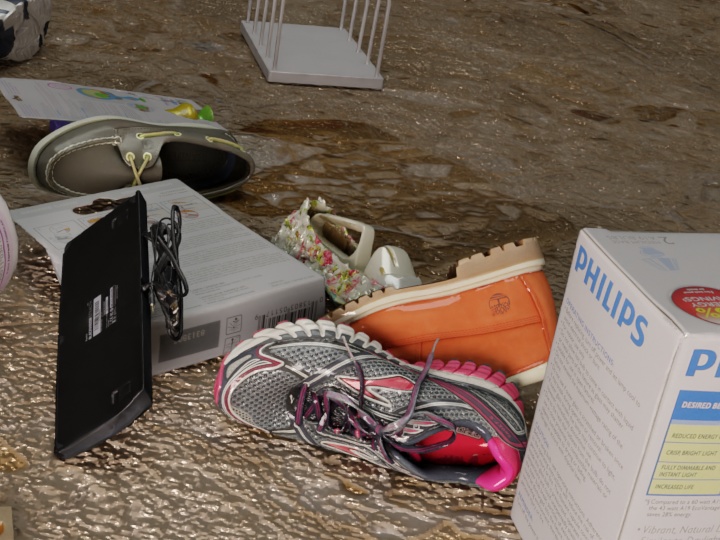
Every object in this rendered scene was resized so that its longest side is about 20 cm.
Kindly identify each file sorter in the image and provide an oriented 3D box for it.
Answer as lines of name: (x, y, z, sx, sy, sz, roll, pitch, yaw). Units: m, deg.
file sorter: (-0.055, -0.314, 1.522, 0.139, 0.125, 0.200, 2, 27, -17)

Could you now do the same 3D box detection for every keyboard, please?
keyboard: (-0.149, 0.032, 0.816, 0.040, 0.104, 0.200, 43, 23, -38)

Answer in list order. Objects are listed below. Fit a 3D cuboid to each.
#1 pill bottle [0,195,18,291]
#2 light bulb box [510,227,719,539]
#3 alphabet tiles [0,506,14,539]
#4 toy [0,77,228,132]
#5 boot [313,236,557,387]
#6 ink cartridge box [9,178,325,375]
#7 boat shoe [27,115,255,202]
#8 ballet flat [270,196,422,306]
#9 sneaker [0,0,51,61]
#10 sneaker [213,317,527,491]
pill bottle: (-0.312, 0.009, 0.792, 0.112, 0.112, 0.200, 15, 26, 11)
light bulb box: (0.210, 0.090, 0.705, 0.198, 0.200, 0.125, 1, 27, -18)
alphabet tiles: (-0.256, 0.163, 0.621, 0.166, 0.006, 0.200, 0, 28, -18)
toy: (-0.236, -0.139, 1.193, 0.200, 0.047, 0.115, -1, 24, -29)
boot: (0.041, 0.057, 0.856, 0.200, 0.107, 0.075, -18, -2, 3)
ink cartridge box: (-0.148, -0.001, 0.945, 0.162, 0.057, 0.200, -15, 31, -39)
boat shoe: (-0.184, -0.092, 1.087, 0.202, 0.072, 0.060, -8, 26, -39)
ballet flat: (0.000, 0.000, 0.960, 0.076, 0.064, 0.200, 14, 16, -47)
sneaker: (-0.429, -0.268, 1.348, 0.129, 0.080, 0.199, 23, 38, 9)
sneaker: (0.008, 0.085, 0.784, 0.200, 0.081, 0.075, 9, 28, -3)
